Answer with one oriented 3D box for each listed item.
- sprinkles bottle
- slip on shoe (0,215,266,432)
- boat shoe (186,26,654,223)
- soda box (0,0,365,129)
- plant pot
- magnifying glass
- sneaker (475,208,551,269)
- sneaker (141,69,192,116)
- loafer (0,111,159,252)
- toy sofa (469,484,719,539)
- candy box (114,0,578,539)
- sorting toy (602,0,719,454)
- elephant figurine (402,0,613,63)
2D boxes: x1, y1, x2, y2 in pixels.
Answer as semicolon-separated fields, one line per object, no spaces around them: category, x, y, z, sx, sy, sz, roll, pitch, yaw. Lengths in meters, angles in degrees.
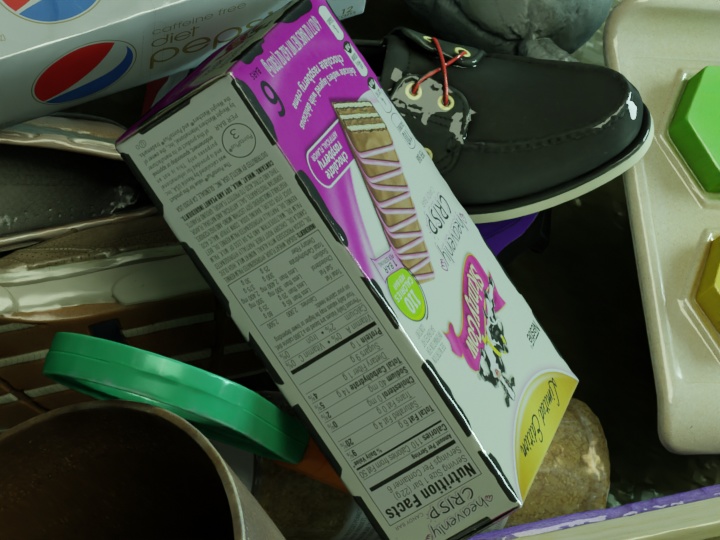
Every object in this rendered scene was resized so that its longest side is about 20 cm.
sprinkles bottle;0.007;0.085;1.202;0.199;0.068;0.069;4;66;-25
slip on shoe;-0.121;0.014;1.148;0.198;0.076;0.061;-11;43;2
boat shoe;0.022;-0.065;1.182;0.200;0.063;0.074;-1;45;15
soda box;-0.097;-0.118;1.145;0.199;0.064;0.068;-19;70;-14
plant pot;-0.068;0.180;1.052;0.200;0.186;0.188;46;48;-42
magnifying glass;-0.042;0.062;1.087;0.199;0.079;0.023;24;79;-46
sneaker;0.006;0.008;1.234;0.199;0.100;0.070;-31;40;-12
sneaker;-0.081;-0.148;1.255;0.112;0.071;0.201;23;91;22
loafer;-0.171;-0.036;1.161;0.199;0.063;0.073;-7;100;-30
toy sofa;0.116;0.127;1.176;0.198;0.083;0.098;-11;27;-11
candy box;0.000;0.000;1.101;0.201;0.061;0.136;57;22;-9
sorting toy;0.201;-0.022;1.222;0.184;0.036;0.202;1;75;-25
elephant figurine;0.087;-0.163;1.315;0.141;0.200;0.156;16;98;21
